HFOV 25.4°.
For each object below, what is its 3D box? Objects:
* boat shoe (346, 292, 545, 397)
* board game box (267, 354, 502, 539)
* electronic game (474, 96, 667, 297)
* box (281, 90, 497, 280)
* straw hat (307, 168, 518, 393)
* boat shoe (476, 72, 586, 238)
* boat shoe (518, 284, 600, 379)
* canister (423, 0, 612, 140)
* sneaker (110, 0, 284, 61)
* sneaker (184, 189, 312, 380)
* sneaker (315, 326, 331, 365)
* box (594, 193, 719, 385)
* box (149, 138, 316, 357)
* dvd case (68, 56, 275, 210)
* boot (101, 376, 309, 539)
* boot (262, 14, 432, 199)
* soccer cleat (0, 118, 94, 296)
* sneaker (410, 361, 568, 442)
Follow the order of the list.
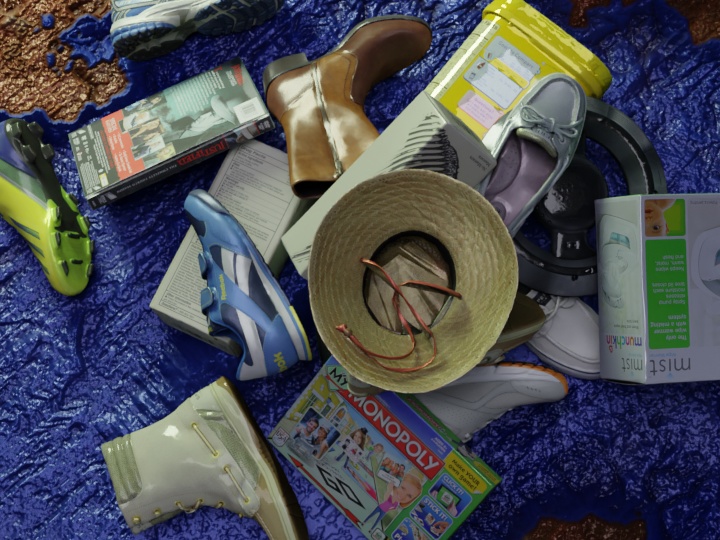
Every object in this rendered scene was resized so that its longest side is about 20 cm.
[{"bbox_3d":[0.080,0.070,1.510,0.200,0.063,0.073,-16,43,-23],"label":"boat shoe"},{"bbox_3d":[0.020,0.181,1.538,0.200,0.029,0.135,43,113,12],"label":"board game box"},{"bbox_3d":[0.202,-0.074,1.553,0.200,0.042,0.200,1,83,-7],"label":"electronic game"},{"bbox_3d":[0.025,-0.064,1.488,0.200,0.082,0.068,-47,37,13],"label":"box"},{"bbox_3d":[0.042,0.015,1.446,0.201,0.085,0.202,0,80,-2],"label":"straw hat"},{"bbox_3d":[0.154,-0.099,1.495,0.074,0.065,0.202,34,80,-2],"label":"boat shoe"},{"bbox_3d":[0.176,0.028,1.576,0.072,0.066,0.200,-42,78,-7],"label":"boat shoe"},{"bbox_3d":[0.135,-0.160,1.616,0.148,0.087,0.200,39,83,10],"label":"canister"},{"bbox_3d":[-0.173,-0.294,1.677,0.200,0.077,0.085,-16,72,-1],"label":"sneaker"},{"bbox_3d":[-0.124,0.014,1.518,0.082,0.074,0.200,-30,78,-3],"label":"sneaker"},{"bbox_3d":[0.000,0.000,1.594,0.087,0.074,0.200,2,76,-1],"label":"sneaker"},{"bbox_3d":[0.330,0.016,1.508,0.200,0.097,0.177,-1,89,-19],"label":"box"},{"bbox_3d":[-0.122,-0.025,1.604,0.095,0.078,0.200,26,79,9],"label":"box"},{"bbox_3d":[-0.195,-0.142,1.622,0.200,0.022,0.146,-26,35,-2],"label":"dvd case"},{"bbox_3d":[-0.149,0.224,1.550,0.154,0.072,0.200,-28,81,1],"label":"boot"},{"bbox_3d":[0.003,-0.166,1.581,0.188,0.069,0.200,-14,41,-5],"label":"boot"},{"bbox_3d":[-0.337,-0.060,1.646,0.084,0.065,0.200,-29,79,27],"label":"soccer cleat"},{"bbox_3d":[0.105,0.136,1.556,0.200,0.076,0.092,-4,87,16],"label":"sneaker"}]
